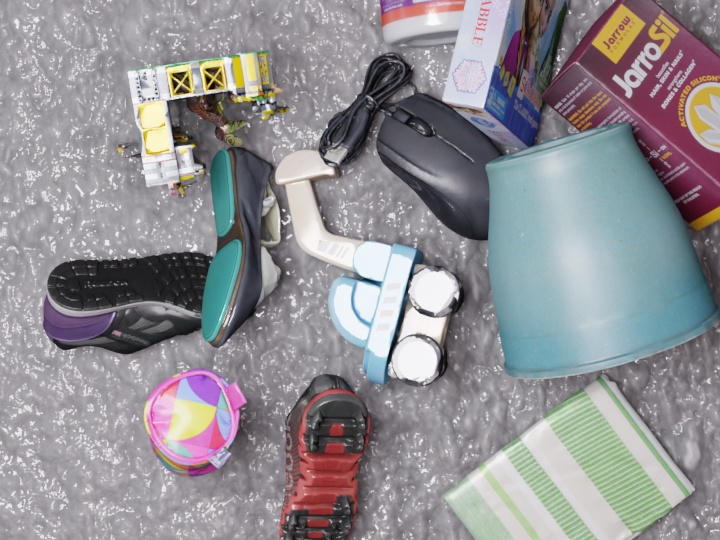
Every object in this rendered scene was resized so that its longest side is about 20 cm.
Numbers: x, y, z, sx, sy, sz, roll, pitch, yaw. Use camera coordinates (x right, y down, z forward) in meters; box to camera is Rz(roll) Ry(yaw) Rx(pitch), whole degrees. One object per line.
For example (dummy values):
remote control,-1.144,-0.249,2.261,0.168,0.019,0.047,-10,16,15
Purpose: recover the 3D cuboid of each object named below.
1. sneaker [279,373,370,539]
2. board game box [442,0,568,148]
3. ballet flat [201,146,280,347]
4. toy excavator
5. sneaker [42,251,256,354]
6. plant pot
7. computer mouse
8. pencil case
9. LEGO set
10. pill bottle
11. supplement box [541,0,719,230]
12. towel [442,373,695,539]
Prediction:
sneaker,-0.039,0.186,1.253,0.070,0.098,0.202,5,115,-13
board game box,0.139,-0.224,1.177,0.041,0.200,0.202,13,90,19
ballet flat,-0.105,-0.021,1.223,0.072,0.073,0.202,0,64,-1
toy excavator,0.000,0.000,1.242,0.198,0.100,0.197,14,90,7
sneaker,-0.200,0.037,1.253,0.198,0.088,0.076,2,49,-19
plant pot,0.199,-0.025,1.181,0.198,0.200,0.190,-17,95,-1
computer mouse,0.071,-0.107,1.237,0.199,0.053,0.139,37,66,-6
pencil case,-0.148,0.139,1.184,0.087,0.200,0.089,2,79,-9
LEGO set,-0.138,-0.129,1.186,0.152,0.200,0.117,-11,100,-14
pill bottle,0.066,-0.314,1.219,0.110,0.111,0.202,-5,92,-1
supplement box,0.283,-0.149,1.227,0.200,0.086,0.111,39,69,-3
towel,0.203,0.216,1.283,0.199,0.023,0.153,-38,92,1
